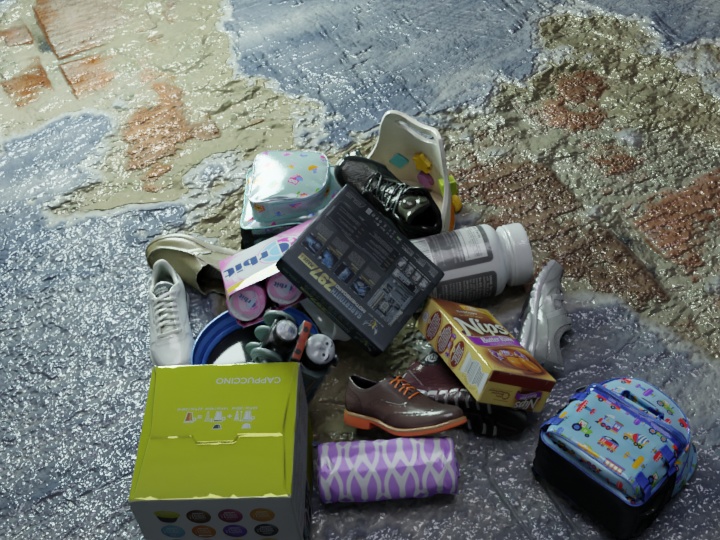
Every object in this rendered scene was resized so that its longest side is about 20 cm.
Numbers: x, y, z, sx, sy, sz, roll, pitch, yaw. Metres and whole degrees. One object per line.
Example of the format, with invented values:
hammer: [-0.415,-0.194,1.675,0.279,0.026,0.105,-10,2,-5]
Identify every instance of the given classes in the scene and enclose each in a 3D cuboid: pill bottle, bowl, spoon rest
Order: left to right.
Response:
bowl: [-0.154,0.134,1.554,0.197,0.040,0.202,-3,46,3]
spoon rest: [-0.049,0.054,1.588,0.098,0.061,0.200,7,21,-18]
pill bottle: [0.161,-0.008,1.605,0.197,0.114,0.114,-11,46,-6]

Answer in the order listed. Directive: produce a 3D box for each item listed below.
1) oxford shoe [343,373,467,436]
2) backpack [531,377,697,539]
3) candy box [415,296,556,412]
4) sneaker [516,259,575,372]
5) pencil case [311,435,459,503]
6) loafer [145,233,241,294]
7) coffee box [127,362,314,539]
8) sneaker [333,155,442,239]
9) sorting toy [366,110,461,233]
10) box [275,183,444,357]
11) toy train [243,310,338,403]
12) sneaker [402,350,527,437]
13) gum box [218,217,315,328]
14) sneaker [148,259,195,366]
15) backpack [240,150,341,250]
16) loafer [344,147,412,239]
oxford shoe: [0.055,0.181,1.409,0.198,0.074,0.071,0,6,36]
backpack: [0.349,0.223,1.352,0.199,0.136,0.182,-34,53,-28]
candy box: [0.173,0.116,1.460,0.115,0.057,0.200,13,20,-31]
sneaker: [0.285,0.075,1.557,0.081,0.075,0.202,19,55,3]
pencil case: [0.034,0.267,1.376,0.197,0.086,0.085,-3,62,3]
loafer: [-0.263,-0.006,1.675,0.197,0.077,0.068,8,41,13]
coffee box: [-0.167,0.255,1.325,0.197,0.199,0.202,-2,48,4]
sneaker: [0.048,-0.121,1.618,0.199,0.114,0.077,38,82,1]
sorting toy: [0.093,-0.175,1.726,0.199,0.181,0.107,32,57,31]
box: [0.000,0.000,1.489,0.200,0.051,0.158,41,67,-1]
toy train: [-0.101,0.127,1.402,0.113,0.200,0.086,23,57,-9]
sneaker: [0.150,0.162,1.473,0.197,0.076,0.116,11,45,17]
gum box: [-0.119,0.000,1.580,0.198,0.067,0.114,-25,29,-3]
sneaker: [-0.299,0.076,1.597,0.075,0.081,0.201,-12,48,-8]
backpack: [-0.095,-0.107,1.706,0.197,0.155,0.177,3,41,-2]
loafer: [0.049,-0.123,1.707,0.063,0.072,0.201,-33,84,9]
